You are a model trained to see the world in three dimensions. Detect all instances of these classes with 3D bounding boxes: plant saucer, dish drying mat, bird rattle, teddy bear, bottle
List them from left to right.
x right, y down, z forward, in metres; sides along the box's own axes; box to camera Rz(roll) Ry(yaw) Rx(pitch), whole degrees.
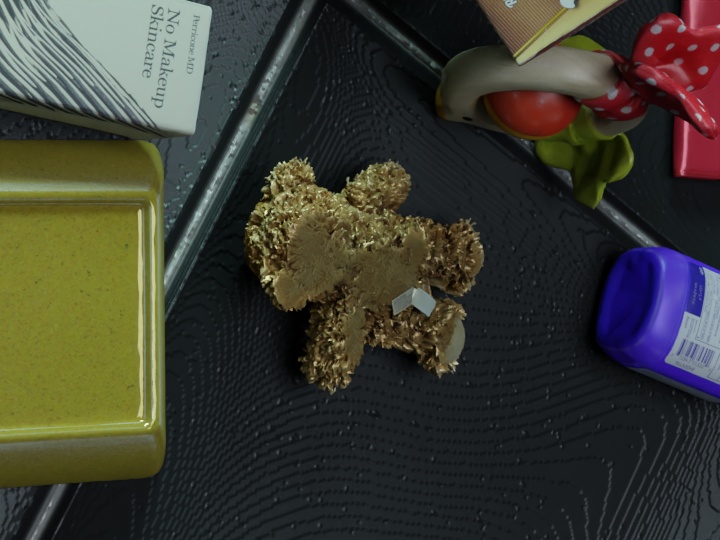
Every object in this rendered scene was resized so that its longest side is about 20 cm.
[{"bbox_3d":[-0.185,0.025,1.638,0.200,0.048,0.200,-2,91,-37],"label":"plant saucer"},{"bbox_3d":[0.000,0.000,1.773,0.200,0.067,0.145,-5,103,-43],"label":"teddy bear"},{"bbox_3d":[0.132,-0.103,1.792,0.163,0.200,0.113,6,86,-13],"label":"bird rattle"},{"bbox_3d":[0.246,-0.161,1.973,0.077,0.018,0.200,4,89,-36],"label":"dish drying mat"},{"bbox_3d":[0.249,0.049,1.949,0.200,0.065,0.084,21,79,-35],"label":"bottle"}]

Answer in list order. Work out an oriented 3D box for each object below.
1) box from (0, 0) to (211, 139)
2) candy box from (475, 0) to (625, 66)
[{"bbox_3d":[-0.186,-0.130,1.621,0.200,0.068,0.082,9,85,-36],"label":"box"},{"bbox_3d":[0.088,-0.233,1.695,0.117,0.056,0.200,-32,91,8],"label":"candy box"}]
